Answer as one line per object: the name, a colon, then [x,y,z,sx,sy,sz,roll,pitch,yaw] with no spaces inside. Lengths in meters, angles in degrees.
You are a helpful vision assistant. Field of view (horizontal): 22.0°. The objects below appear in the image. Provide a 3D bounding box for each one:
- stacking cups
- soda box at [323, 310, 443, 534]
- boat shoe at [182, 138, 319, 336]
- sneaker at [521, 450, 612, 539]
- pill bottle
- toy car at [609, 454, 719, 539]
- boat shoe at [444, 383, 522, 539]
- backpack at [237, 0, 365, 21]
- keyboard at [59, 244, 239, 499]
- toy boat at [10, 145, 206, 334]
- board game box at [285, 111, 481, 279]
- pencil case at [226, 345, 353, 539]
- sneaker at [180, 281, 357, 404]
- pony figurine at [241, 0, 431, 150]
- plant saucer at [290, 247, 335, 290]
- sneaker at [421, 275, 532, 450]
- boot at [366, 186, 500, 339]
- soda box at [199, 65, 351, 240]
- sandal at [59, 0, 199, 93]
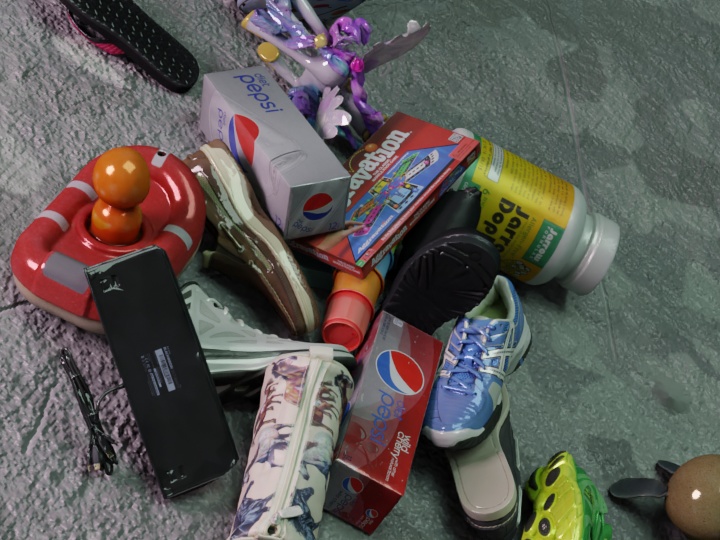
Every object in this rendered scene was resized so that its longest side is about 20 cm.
stacking cups: [0.000,0.000,1.765,0.060,0.061,0.201,29,43,-9]
soda box: [0.016,0.132,1.647,0.070,0.064,0.201,29,41,-8]
boat shoe: [-0.113,-0.019,1.710,0.074,0.075,0.203,-29,74,-11]
sneaker: [0.191,0.226,1.648,0.083,0.074,0.200,42,19,-7]
pill bottle: [0.160,-0.054,1.895,0.199,0.113,0.113,27,40,-13]
toy car: [0.339,0.241,1.760,0.199,0.159,0.163,26,26,36]
boat shoe: [0.111,0.169,1.701,0.072,0.063,0.201,-14,38,6]
backpack: [-0.054,-0.357,1.971,0.199,0.190,0.156,-5,71,-39]
keyboard: [-0.184,0.090,1.514,0.126,0.021,0.202,-19,88,-27]
toy boat: [-0.208,-0.049,1.592,0.129,0.132,0.200,24,39,8]
board game box: [0.019,-0.076,1.779,0.102,0.020,0.200,22,52,30]
pencil case: [-0.058,0.161,1.519,0.077,0.090,0.201,22,52,-12]
sneaker: [-0.101,0.056,1.625,0.199,0.076,0.116,-1,54,-34]
pony figurine: [-0.026,-0.203,1.863,0.200,0.193,0.167,45,80,2]
plant saucer: [-0.067,-0.068,1.817,0.069,0.019,0.201,11,47,-28]
sneaker: [0.100,0.084,1.696,0.075,0.078,0.201,4,40,20]
boot: [0.081,-0.017,1.744,0.073,0.198,0.163,33,46,-8]
soda box: [-0.084,-0.115,1.764,0.068,0.064,0.200,-11,42,-26]
sandal: [-0.248,-0.243,1.841,0.200,0.045,0.075,43,43,-16]
